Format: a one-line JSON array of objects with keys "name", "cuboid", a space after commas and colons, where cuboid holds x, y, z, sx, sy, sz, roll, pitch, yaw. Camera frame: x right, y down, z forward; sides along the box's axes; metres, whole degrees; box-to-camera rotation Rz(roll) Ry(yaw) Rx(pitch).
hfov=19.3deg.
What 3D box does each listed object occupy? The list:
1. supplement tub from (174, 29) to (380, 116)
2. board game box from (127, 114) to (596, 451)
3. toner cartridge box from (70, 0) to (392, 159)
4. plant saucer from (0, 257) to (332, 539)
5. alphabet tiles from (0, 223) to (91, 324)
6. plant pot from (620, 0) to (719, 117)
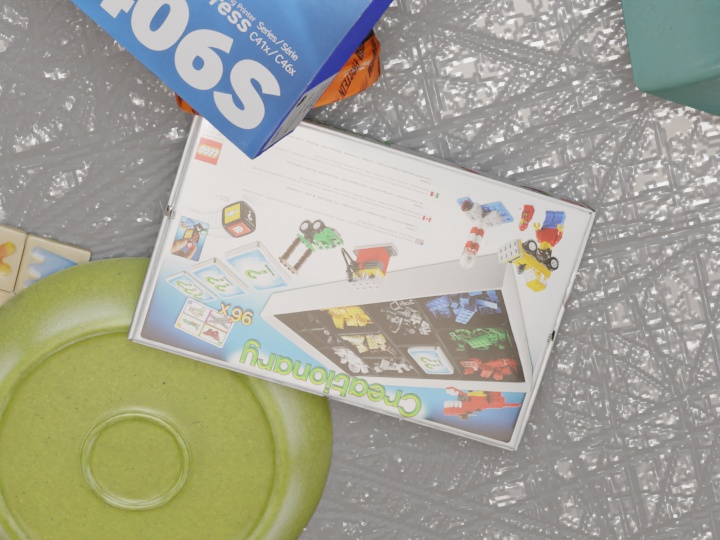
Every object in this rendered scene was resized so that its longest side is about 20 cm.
[{"name": "supplement tub", "cuboid": [-0.051, -0.176, 0.940, 0.122, 0.123, 0.200, -7, 110, 4]}, {"name": "board game box", "cuboid": [0.000, 0.000, 1.029, 0.200, 0.035, 0.126, 17, 98, -8]}, {"name": "toner cartridge box", "cuboid": [-0.086, -0.148, 0.871, 0.200, 0.043, 0.095, 41, 119, 4]}, {"name": "plant saucer", "cuboid": [-0.114, 0.092, 1.080, 0.200, 0.031, 0.200, 0, 110, -1]}, {"name": "alphabet tiles", "cuboid": [-0.221, 0.047, 1.085, 0.200, 0.006, 0.167, 16, 109, -4]}, {"name": "plant pot", "cuboid": [0.214, -0.143, 0.902, 0.200, 0.141, 0.141, -21, 68, 41]}]
